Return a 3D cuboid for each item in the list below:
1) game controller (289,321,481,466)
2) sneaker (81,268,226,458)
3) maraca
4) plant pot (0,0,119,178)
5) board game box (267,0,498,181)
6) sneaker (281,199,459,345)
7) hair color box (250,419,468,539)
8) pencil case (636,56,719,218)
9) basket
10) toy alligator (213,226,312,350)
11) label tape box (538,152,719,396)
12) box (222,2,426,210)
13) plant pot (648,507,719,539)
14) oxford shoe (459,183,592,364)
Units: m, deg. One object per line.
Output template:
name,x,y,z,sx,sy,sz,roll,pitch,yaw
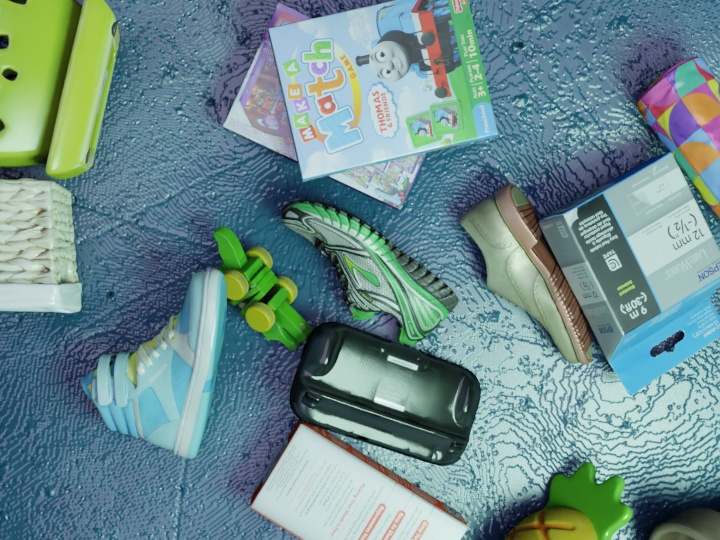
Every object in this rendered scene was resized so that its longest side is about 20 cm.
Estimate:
game controller,0.029,0.125,1.302,0.199,0.042,0.105,21,76,-19
sneaker,-0.204,0.084,1.266,0.129,0.080,0.202,12,109,-1
maraca,0.198,0.288,1.292,0.107,0.137,0.201,35,81,-36
plant pot,-0.328,-0.187,1.217,0.180,0.200,0.201,13,90,-9
board game box,0.022,-0.184,1.272,0.198,0.037,0.153,-13,92,-3
sneaker,0.000,0.000,1.294,0.200,0.078,0.085,37,90,-4
hair color box,-0.002,0.244,1.308,0.199,0.061,0.102,33,90,-2
pencil case,0.362,-0.116,1.291,0.088,0.088,0.201,-34,82,-2
basket,-0.376,-0.022,1.247,0.198,0.136,0.125,0,87,-3
toy alligator,-0.092,0.044,1.307,0.054,0.059,0.200,-30,103,42
label tape box,0.289,0.004,1.299,0.143,0.066,0.201,-28,91,-19
box,-0.021,-0.164,1.308,0.199,0.039,0.138,25,90,-3
plant pot,0.413,0.309,1.283,0.174,0.200,0.202,-21,93,-19
oxford shoe,0.172,0.013,1.320,0.073,0.071,0.201,-26,94,23
